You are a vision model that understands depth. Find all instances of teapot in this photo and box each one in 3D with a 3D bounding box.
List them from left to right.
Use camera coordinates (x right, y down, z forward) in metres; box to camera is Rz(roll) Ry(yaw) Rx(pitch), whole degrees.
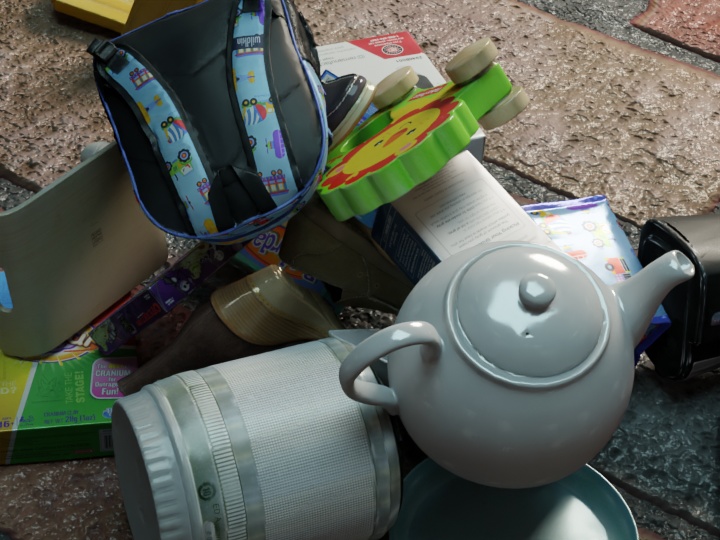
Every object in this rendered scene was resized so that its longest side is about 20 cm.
[{"bbox_3d":[0.110,0.052,1.185,0.196,0.147,0.201,25,59,10],"label":"teapot"}]

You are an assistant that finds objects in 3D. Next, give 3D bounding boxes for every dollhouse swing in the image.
[{"bbox_3d":[-0.228,-0.361,1.839,0.175,0.182,0.200,32,44,1],"label":"dollhouse swing"}]

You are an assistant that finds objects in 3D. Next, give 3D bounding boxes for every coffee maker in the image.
[{"bbox_3d":[0.350,-0.009,1.444,0.198,0.194,0.135,-6,4,-19],"label":"coffee maker"}]

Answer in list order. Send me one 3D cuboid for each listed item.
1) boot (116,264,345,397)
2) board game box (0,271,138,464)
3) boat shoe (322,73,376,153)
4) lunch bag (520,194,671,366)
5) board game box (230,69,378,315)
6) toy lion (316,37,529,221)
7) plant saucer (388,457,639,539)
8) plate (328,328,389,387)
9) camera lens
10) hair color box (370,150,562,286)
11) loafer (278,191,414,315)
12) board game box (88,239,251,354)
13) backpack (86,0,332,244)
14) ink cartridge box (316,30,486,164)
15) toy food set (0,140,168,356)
[{"bbox_3d":[-0.094,0.084,1.371,0.166,0.200,0.073,-38,53,6],"label":"boot"},{"bbox_3d":[-0.267,0.077,1.407,0.151,0.041,0.201,-4,41,-10],"label":"board game box"},{"bbox_3d":[-0.059,-0.133,1.438,0.065,0.199,0.072,41,63,-18],"label":"boat shoe"},{"bbox_3d":[0.144,0.016,1.424,0.198,0.094,0.151,1,48,-28],"label":"lunch bag"},{"bbox_3d":[-0.031,-0.068,1.519,0.152,0.045,0.201,34,82,30],"label":"board game box"},{"bbox_3d":[0.032,-0.106,1.359,0.192,0.069,0.199,-42,17,-26],"label":"toy lion"},{"bbox_3d":[0.120,0.214,1.292,0.198,0.028,0.201,3,40,-2],"label":"plant saucer"},{"bbox_3d":[0.090,0.102,1.355,0.198,0.033,0.200,26,10,24],"label":"plate"},{"bbox_3d":[-0.076,0.146,1.250,0.198,0.161,0.160,-13,43,-19],"label":"camera lens"},{"bbox_3d":[0.108,0.003,1.344,0.100,0.061,0.200,-28,63,-28],"label":"hair color box"},{"bbox_3d":[0.000,0.000,1.426,0.067,0.200,0.076,-44,37,11],"label":"loafer"},{"bbox_3d":[-0.134,-0.010,1.393,0.032,0.120,0.200,54,51,-9],"label":"board game box"},{"bbox_3d":[-0.104,-0.111,1.317,0.181,0.135,0.201,-23,66,5],"label":"backpack"},{"bbox_3d":[0.021,-0.146,1.662,0.143,0.084,0.201,-13,45,-19],"label":"ink cartridge box"},{"bbox_3d":[-0.246,-0.036,1.399,0.060,0.145,0.200,20,42,31],"label":"toy food set"}]
